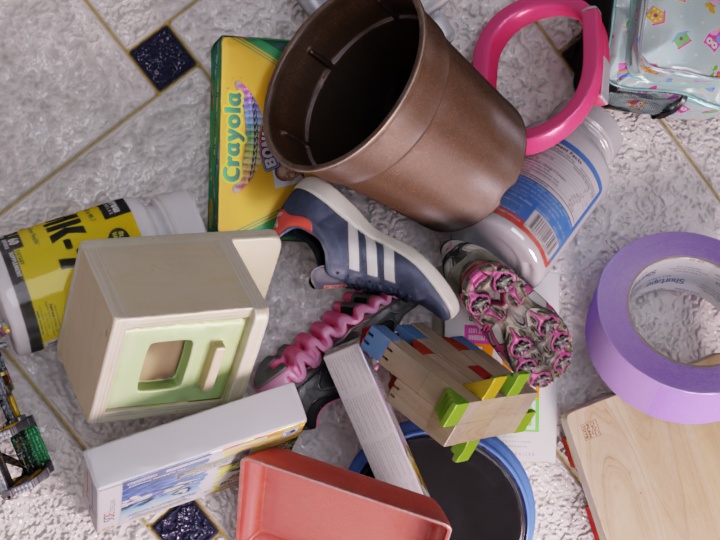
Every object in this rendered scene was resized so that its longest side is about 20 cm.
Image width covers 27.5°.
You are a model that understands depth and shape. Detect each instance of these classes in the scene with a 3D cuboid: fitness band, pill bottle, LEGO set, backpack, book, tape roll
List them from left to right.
[{"bbox_3d":[-0.370,0.147,1.335,0.153,0.116,0.201,-13,92,0],"label":"LEGO set"},{"bbox_3d":[-0.248,-0.003,1.397,0.200,0.114,0.115,-19,92,-17],"label":"pill bottle"},{"bbox_3d":[0.142,0.099,1.541,0.133,0.048,0.201,4,82,-17],"label":"book"},{"bbox_3d":[0.183,-0.205,1.511,0.037,0.143,0.200,49,38,-47],"label":"fitness band"},{"bbox_3d":[0.188,-0.084,1.520,0.112,0.112,0.200,44,61,-9],"label":"pill bottle"},{"bbox_3d":[0.345,-0.251,1.566,0.200,0.153,0.176,12,78,-23],"label":"backpack"},{"bbox_3d":[0.339,0.058,1.536,0.200,0.066,0.201,2,56,-3],"label":"tape roll"}]

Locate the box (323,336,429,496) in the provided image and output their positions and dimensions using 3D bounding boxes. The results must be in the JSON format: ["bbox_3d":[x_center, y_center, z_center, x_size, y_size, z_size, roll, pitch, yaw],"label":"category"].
[{"bbox_3d":[0.021,0.164,1.427,0.041,0.039,0.200,-23,95,6],"label":"box"}]

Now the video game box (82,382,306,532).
[{"bbox_3d":[-0.159,0.178,1.374,0.200,0.182,0.047,-17,75,-16],"label":"video game box"}]

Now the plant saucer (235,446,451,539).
[{"bbox_3d":[-0.018,0.242,1.393,0.200,0.200,0.037,17,54,6],"label":"plant saucer"}]

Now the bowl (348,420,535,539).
[{"bbox_3d":[0.076,0.247,1.473,0.200,0.039,0.201,0,97,4],"label":"bowl"}]

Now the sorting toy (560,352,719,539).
[{"bbox_3d":[0.321,0.213,1.568,0.198,0.070,0.200,-19,91,-16],"label":"sorting toy"}]

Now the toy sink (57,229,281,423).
[{"bbox_3d":[-0.156,0.051,1.334,0.200,0.131,0.112,-4,43,-31],"label":"toy sink"}]

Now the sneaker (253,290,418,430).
[{"bbox_3d":[-0.008,0.085,1.487,0.200,0.079,0.095,-37,106,-9],"label":"sneaker"}]

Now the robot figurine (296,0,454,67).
[{"bbox_3d":[0.018,-0.302,1.492,0.169,0.113,0.200,-35,96,1],"label":"robot figurine"}]

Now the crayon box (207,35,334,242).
[{"bbox_3d":[-0.090,-0.129,1.478,0.118,0.058,0.201,2,86,-16],"label":"crayon box"}]

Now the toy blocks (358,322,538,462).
[{"bbox_3d":[0.078,0.103,1.425,0.137,0.200,0.100,37,108,27],"label":"toy blocks"}]

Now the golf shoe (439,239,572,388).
[{"bbox_3d":[0.148,0.039,1.477,0.073,0.092,0.200,-38,128,1],"label":"golf shoe"}]

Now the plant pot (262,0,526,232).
[{"bbox_3d":[0.044,-0.144,1.414,0.198,0.200,0.201,30,77,-41],"label":"plant pot"}]

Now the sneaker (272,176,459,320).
[{"bbox_3d":[0.000,0.000,1.425,0.200,0.075,0.085,37,76,4],"label":"sneaker"}]
